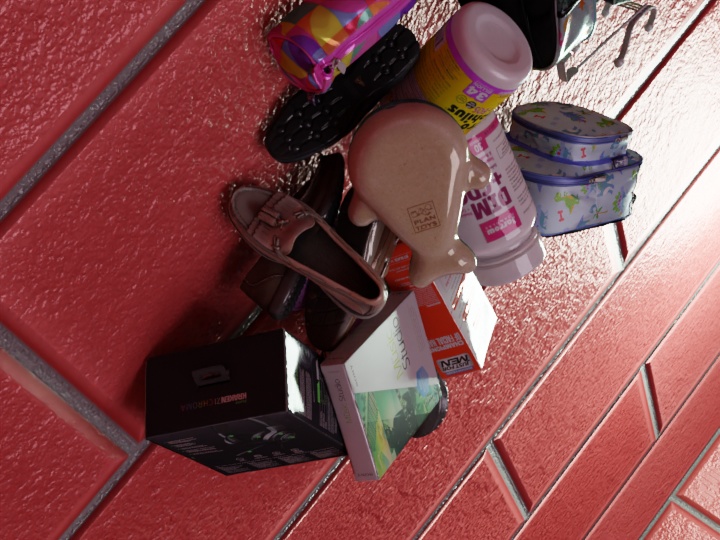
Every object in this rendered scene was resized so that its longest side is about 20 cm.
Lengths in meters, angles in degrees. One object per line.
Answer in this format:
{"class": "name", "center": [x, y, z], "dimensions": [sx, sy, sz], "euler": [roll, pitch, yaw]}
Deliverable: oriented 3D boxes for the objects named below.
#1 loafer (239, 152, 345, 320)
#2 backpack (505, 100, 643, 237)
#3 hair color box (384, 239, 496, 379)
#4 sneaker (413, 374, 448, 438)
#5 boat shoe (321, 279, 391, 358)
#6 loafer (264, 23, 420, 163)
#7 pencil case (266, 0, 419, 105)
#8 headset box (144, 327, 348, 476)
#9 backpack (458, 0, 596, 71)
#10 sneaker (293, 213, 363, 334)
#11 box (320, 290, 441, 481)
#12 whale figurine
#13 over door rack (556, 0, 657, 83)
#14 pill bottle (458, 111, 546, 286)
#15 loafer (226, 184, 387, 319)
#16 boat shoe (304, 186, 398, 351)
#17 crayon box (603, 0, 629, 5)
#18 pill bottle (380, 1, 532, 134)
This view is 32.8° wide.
{"class": "loafer", "center": [-0.074, -0.048, 1.337], "dimensions": [0.073, 0.070, 0.202], "euler": [95, 18, -69]}
{"class": "backpack", "center": [0.252, -0.138, 1.614], "dimensions": [0.198, 0.182, 0.149], "euler": [-18, 124, -36]}
{"class": "hair color box", "center": [0.095, 0.021, 1.522], "dimensions": [0.201, 0.063, 0.111], "euler": [59, 31, -23]}
{"class": "sneaker", "center": [0.081, 0.151, 1.743], "dimensions": [0.090, 0.076, 0.203], "euler": [-11, 120, -38]}
{"class": "boat shoe", "center": [0.015, 0.044, 1.575], "dimensions": [0.201, 0.073, 0.063], "euler": [-53, -168, -18]}
{"class": "loafer", "center": [-0.019, -0.183, 1.300], "dimensions": [0.200, 0.068, 0.070], "euler": [-41, -178, -7]}
{"class": "pencil case", "center": [-0.004, -0.260, 1.235], "dimensions": [0.200, 0.088, 0.089], "euler": [-47, 147, -20]}
{"class": "headset box", "center": [-0.120, 0.148, 1.338], "dimensions": [0.200, 0.172, 0.094], "euler": [41, 41, -58]}
{"class": "backpack", "center": [0.183, -0.329, 1.348], "dimensions": [0.150, 0.177, 0.202], "euler": [-38, 138, -24]}
{"class": "sneaker", "center": [-0.052, 0.032, 1.444], "dimensions": [0.114, 0.072, 0.202], "euler": [-39, 132, -22]}
{"class": "box", "center": [0.029, 0.128, 1.406], "dimensions": [0.200, 0.036, 0.146], "euler": [-42, 120, -55]}
{"class": "whale figurine", "center": [0.062, -0.086, 1.296], "dimensions": [0.157, 0.104, 0.202], "euler": [-18, 114, 7]}
{"class": "over door rack", "center": [0.250, -0.290, 1.507], "dimensions": [0.199, 0.147, 0.067], "euler": [-34, 136, -34]}
{"class": "pill bottle", "center": [0.147, -0.090, 1.490], "dimensions": [0.113, 0.113, 0.202], "euler": [-38, 112, -28]}
{"class": "loafer", "center": [-0.051, -0.027, 1.267], "dimensions": [0.072, 0.199, 0.063], "euler": [-53, 180, -11]}
{"class": "boat shoe", "center": [0.000, 0.000, 1.374], "dimensions": [0.071, 0.075, 0.202], "euler": [8, 110, -47]}
{"class": "crayon box", "center": [0.327, -0.393, 1.540], "dimensions": [0.199, 0.125, 0.052], "euler": [-24, 137, -42]}
{"class": "pill bottle", "center": [0.091, -0.195, 1.344], "dimensions": [0.104, 0.105, 0.200], "euler": [-21, 166, -44]}
